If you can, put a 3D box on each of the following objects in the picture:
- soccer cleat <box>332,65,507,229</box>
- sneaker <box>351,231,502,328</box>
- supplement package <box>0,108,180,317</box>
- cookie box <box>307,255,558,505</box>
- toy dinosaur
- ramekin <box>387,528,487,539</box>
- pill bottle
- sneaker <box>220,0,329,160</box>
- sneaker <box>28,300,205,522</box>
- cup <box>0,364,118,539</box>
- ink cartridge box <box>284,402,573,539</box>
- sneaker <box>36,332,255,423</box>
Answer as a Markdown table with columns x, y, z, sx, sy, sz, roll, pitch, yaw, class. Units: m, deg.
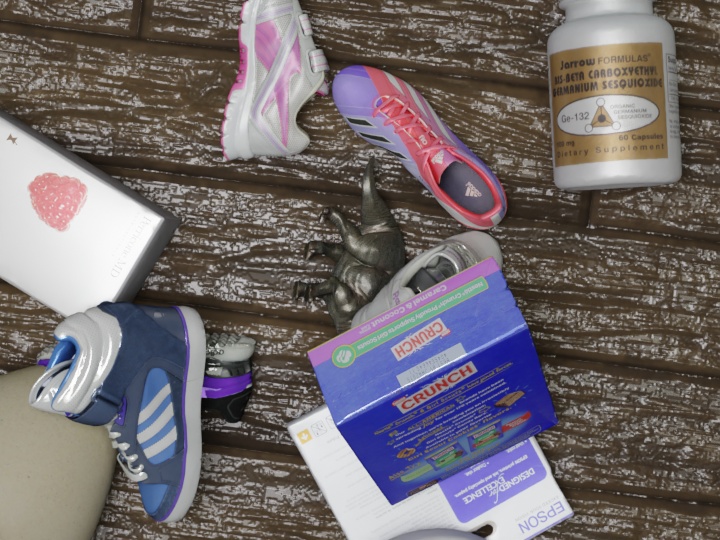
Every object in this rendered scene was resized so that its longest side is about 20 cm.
| x | y | z | sx | sy | sz | roll | pitch | yaw | class |
| --- | --- | --- | --- | --- | --- | --- | --- | --- | --- |
| 0.056 | -0.114 | 1.239 | 0.200 | 0.076 | 0.067 | 45 | 90 | -1 | soccer cleat |
| 0.079 | 0.012 | 1.191 | 0.075 | 0.200 | 0.100 | 47 | 133 | 5 | sneaker |
| -0.278 | -0.047 | 1.213 | 0.199 | 0.120 | 0.122 | 31 | 90 | -1 | supplement package |
| 0.066 | 0.097 | 1.136 | 0.171 | 0.200 | 0.075 | -27 | 59 | 0 | cookie box |
| 0.000 | 0.000 | 1.252 | 0.102 | 0.077 | 0.201 | 15 | 74 | -17 | toy dinosaur |
| 0.070 | 0.338 | 1.201 | 0.199 | 0.105 | 0.201 | -4 | 110 | -11 | ramekin |
| 0.224 | -0.175 | 1.222 | 0.114 | 0.114 | 0.201 | -3 | 91 | -1 | pill bottle |
| -0.068 | -0.193 | 1.240 | 0.088 | 0.081 | 0.201 | 10 | 99 | -2 | sneaker |
| -0.210 | 0.123 | 1.145 | 0.146 | 0.080 | 0.201 | -3 | 109 | -32 | sneaker |
| -0.294 | 0.169 | 1.197 | 0.200 | 0.200 | 0.143 | 42 | 66 | -1 | cup |
| 0.063 | 0.182 | 1.260 | 0.197 | 0.043 | 0.201 | -28 | 89 | 0 | ink cartridge box |
| -0.195 | 0.109 | 1.243 | 0.199 | 0.070 | 0.100 | 1 | 99 | 2 | sneaker |
